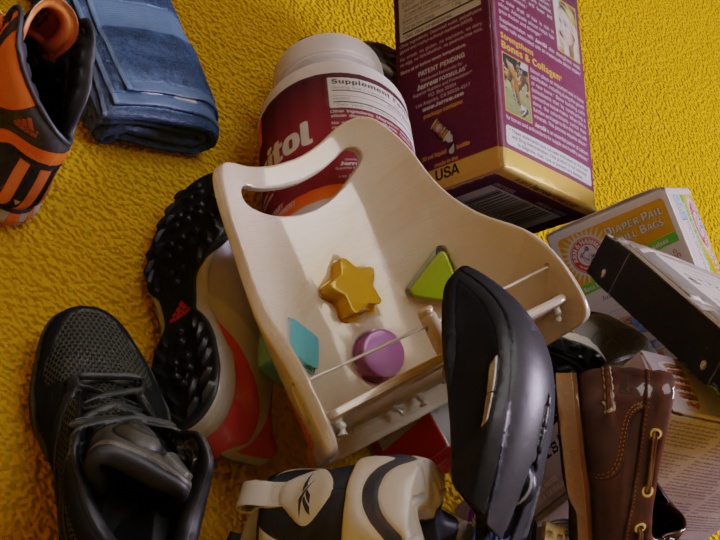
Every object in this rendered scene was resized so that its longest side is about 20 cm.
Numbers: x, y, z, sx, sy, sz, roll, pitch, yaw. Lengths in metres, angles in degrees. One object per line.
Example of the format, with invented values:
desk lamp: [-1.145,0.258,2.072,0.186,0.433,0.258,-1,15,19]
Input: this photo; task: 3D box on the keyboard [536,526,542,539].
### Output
keyboard: [0.104,0.242,0.701,0.056,0.011,0.202,62,28,-49]

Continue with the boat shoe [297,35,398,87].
boat shoe: [0.009,-0.146,1.065,0.199,0.075,0.074,22,29,-46]

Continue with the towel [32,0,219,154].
towel: [-0.169,-0.173,0.906,0.111,0.049,0.201,3,52,-47]

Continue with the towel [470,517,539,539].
towel: [0.092,0.227,0.719,0.145,0.024,0.202,-60,135,-57]

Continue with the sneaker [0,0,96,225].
sneaker: [-0.208,-0.135,0.764,0.077,0.112,0.201,-1,55,-48]

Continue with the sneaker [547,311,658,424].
sneaker: [0.143,0.061,0.883,0.199,0.074,0.080,18,35,-46]

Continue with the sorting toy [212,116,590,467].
sorting toy: [0.000,0.000,0.757,0.199,0.107,0.181,-22,79,-33]

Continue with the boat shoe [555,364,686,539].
boat shoe: [0.150,0.145,0.734,0.069,0.202,0.071,-5,30,6]

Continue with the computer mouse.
computer mouse: [0.088,0.103,0.668,0.140,0.046,0.202,43,42,-51]

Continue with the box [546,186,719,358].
box: [0.237,0.044,1.011,0.112,0.101,0.202,-9,77,-66]

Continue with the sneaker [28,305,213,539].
sneaker: [-0.116,0.080,0.634,0.075,0.115,0.201,6,46,-23]

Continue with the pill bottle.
pill bottle: [-0.016,-0.071,0.909,0.112,0.113,0.201,24,38,-29]

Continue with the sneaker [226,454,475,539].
sneaker: [-0.006,0.166,0.709,0.200,0.128,0.080,60,37,-52]

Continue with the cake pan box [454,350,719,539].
cake pan box: [0.191,0.137,0.853,0.198,0.184,0.053,13,45,-38]

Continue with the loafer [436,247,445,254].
loafer: [0.080,-0.004,0.978,0.199,0.073,0.071,-7,59,-51]

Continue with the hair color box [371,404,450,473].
hair color box: [0.078,0.077,0.903,0.199,0.061,0.102,-6,60,-49]

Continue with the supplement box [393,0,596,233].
supplement box: [0.103,-0.140,1.017,0.130,0.103,0.202,19,63,-44]

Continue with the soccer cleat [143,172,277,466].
soccer cleat: [-0.085,0.026,0.784,0.073,0.068,0.201,40,31,-39]

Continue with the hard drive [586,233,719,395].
hard drive: [0.245,0.045,0.828,0.138,0.038,0.200,20,17,-22]
